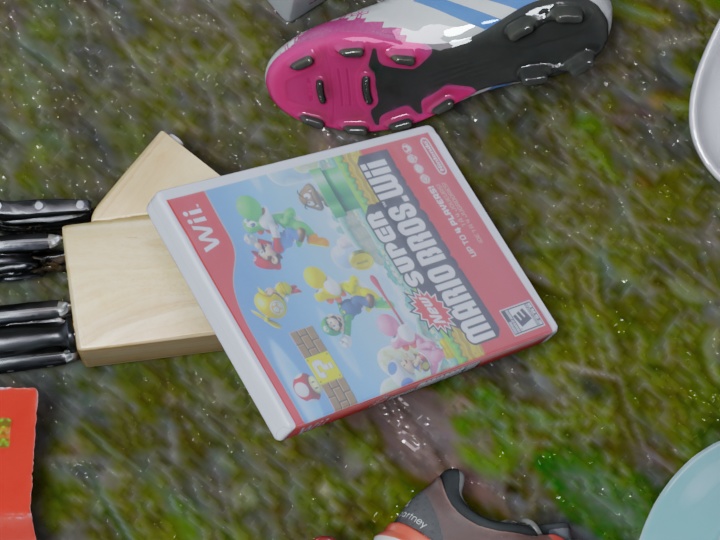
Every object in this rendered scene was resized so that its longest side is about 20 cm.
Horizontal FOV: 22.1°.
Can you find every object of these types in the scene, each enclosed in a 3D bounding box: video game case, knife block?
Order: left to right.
[{"bbox_3d":[-0.124,0.024,1.002,0.200,0.064,0.176,37,79,2],"label":"knife block"},{"bbox_3d":[0.000,0.000,0.978,0.199,0.017,0.143,-17,69,-40],"label":"video game case"}]

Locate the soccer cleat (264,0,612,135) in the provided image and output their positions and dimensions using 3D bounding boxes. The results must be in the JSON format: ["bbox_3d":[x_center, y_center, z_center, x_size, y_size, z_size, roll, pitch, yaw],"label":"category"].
[{"bbox_3d":[0.045,-0.132,1.052,0.199,0.070,0.087,-10,38,7],"label":"soccer cleat"}]

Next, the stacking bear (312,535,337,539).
[{"bbox_3d":[0.020,0.233,0.957,0.121,0.114,0.200,-41,81,-11],"label":"stacking bear"}]

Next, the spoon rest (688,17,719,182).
[{"bbox_3d":[0.232,-0.138,1.065,0.099,0.061,0.201,-4,79,-5],"label":"spoon rest"}]

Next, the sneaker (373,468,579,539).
[{"bbox_3d":[0.106,0.178,0.990,0.200,0.077,0.082,37,71,1],"label":"sneaker"}]

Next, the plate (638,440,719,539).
[{"bbox_3d":[0.234,0.185,0.988,0.199,0.026,0.201,6,77,-26],"label":"plate"}]

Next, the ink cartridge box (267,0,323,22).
[{"bbox_3d":[0.002,-0.230,0.991,0.147,0.200,0.086,-34,85,-10],"label":"ink cartridge box"}]

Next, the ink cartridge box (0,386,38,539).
[{"bbox_3d":[-0.234,0.162,0.924,0.161,0.050,0.201,1,97,-28],"label":"ink cartridge box"}]
